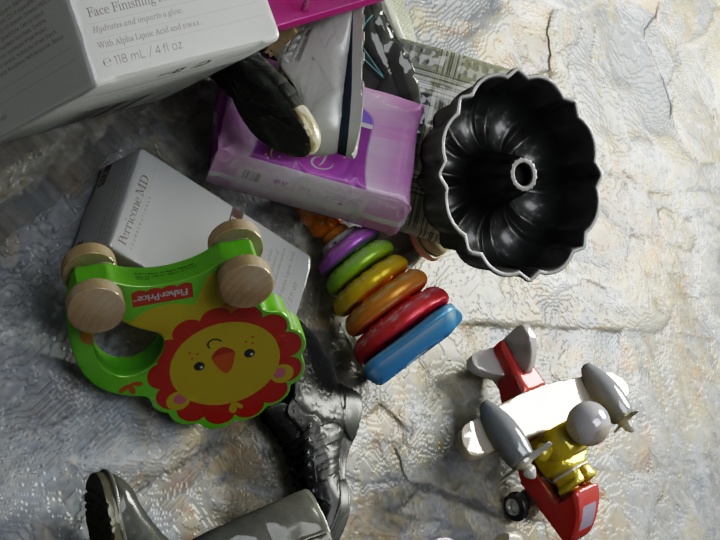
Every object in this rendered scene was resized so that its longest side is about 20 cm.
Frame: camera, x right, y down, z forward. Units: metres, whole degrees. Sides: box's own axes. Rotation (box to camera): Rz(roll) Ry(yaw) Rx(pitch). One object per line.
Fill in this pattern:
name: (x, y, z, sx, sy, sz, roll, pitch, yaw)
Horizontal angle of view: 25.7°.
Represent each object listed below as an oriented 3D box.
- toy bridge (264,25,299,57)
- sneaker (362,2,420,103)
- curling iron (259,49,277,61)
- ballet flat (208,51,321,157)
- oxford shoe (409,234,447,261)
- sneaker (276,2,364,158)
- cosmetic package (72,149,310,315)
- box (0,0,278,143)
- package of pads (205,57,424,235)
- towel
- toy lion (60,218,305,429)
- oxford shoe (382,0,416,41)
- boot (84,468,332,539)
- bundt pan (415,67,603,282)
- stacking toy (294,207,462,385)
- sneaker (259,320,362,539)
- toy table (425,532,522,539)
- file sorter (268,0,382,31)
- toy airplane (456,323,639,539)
toy bridge: (-0.080, -0.249, 1.494, 0.027, 0.067, 0.201, 37, 26, -18)
sneaker: (-0.011, -0.240, 1.530, 0.079, 0.075, 0.202, -24, 96, -1)
curling iron: (-0.085, -0.198, 1.536, 0.200, 0.025, 0.050, 50, 30, -13)
ballet flat: (-0.090, -0.168, 1.380, 0.056, 0.067, 0.200, -16, 48, -35)
oxford shoe: (0.099, -0.106, 1.635, 0.070, 0.073, 0.202, 30, 61, -34)
sneaker: (-0.036, -0.195, 1.430, 0.080, 0.077, 0.202, 2, 59, -1)
cosmetic package: (-0.147, -0.010, 1.397, 0.199, 0.074, 0.103, 32, 60, -32)
box: (-0.213, -0.206, 1.307, 0.198, 0.199, 0.132, -23, 94, -42)
package of pads: (-0.042, -0.118, 1.473, 0.198, 0.076, 0.122, 15, 62, -14)
towel: (0.080, -0.126, 1.594, 0.198, 0.035, 0.195, 15, 77, -9)
toy lion: (-0.145, 0.059, 1.340, 0.198, 0.193, 0.069, -9, 39, -12)
oxford shoe: (0.005, -0.282, 1.618, 0.201, 0.057, 0.076, 57, 17, -31)
boot: (-0.122, 0.226, 1.333, 0.198, 0.072, 0.184, -18, 104, -25)
bundt pan: (0.135, -0.088, 1.524, 0.200, 0.075, 0.204, 3, 84, -33)
stacking toy: (0.000, 0.000, 1.514, 0.109, 0.116, 0.201, -36, 82, -3)
sneaker: (-0.055, 0.152, 1.445, 0.104, 0.060, 0.202, 31, 55, -32)
toy table: (0.109, 0.351, 1.494, 0.183, 0.117, 0.202, 1, 77, -41)
file sorter: (-0.024, -0.316, 1.368, 0.198, 0.126, 0.140, -19, 74, -17)
toy airplane: (0.194, 0.149, 1.605, 0.199, 0.141, 0.201, 39, 56, -26)
